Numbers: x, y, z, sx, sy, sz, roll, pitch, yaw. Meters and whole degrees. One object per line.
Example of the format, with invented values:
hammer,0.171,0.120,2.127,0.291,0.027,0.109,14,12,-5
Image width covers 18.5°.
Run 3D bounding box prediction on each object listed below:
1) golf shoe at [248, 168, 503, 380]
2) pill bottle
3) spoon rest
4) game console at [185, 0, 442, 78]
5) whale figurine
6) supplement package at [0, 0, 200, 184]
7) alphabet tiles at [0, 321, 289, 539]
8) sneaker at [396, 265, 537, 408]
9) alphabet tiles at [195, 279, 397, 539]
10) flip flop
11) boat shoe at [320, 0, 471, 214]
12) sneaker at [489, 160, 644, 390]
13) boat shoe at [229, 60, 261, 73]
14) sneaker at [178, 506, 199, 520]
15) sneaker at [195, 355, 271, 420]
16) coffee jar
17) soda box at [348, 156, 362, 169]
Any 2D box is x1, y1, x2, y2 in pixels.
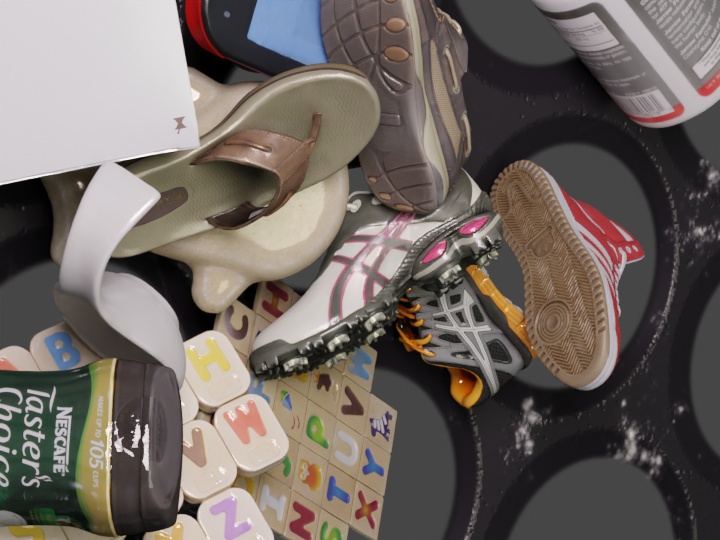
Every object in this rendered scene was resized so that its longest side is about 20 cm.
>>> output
golf shoe,0.000,0.000,1.482,0.199,0.077,0.088,-33,79,-12
pill bottle,0.190,-0.208,1.616,0.200,0.114,0.114,45,70,-33
spoon rest,-0.148,0.016,1.315,0.061,0.099,0.200,-49,161,-26
game console,-0.017,-0.200,1.412,0.199,0.031,0.178,20,90,-45
whale figurine,-0.109,-0.052,1.435,0.199,0.104,0.160,-11,94,-12
supplement package,-0.208,-0.136,1.278,0.199,0.111,0.157,-12,105,-10
alphabet tiles,-0.148,0.116,1.387,0.199,0.015,0.196,-25,73,-24
sneaker,0.054,0.025,1.574,0.077,0.078,0.200,-51,121,-7
alphabet tiles,-0.040,0.103,1.507,0.200,0.006,0.167,37,54,-43
flip flop,-0.075,-0.058,1.345,0.199,0.058,0.081,-25,127,-9
boat shoe,0.027,-0.135,1.415,0.073,0.074,0.201,-43,135,-42
sneaker,0.166,0.016,1.604,0.071,0.201,0.112,-36,137,24
boat shoe,-0.064,-0.229,1.443,0.065,0.072,0.201,-59,149,-58
sneaker,-0.068,0.234,1.514,0.115,0.080,0.200,-34,123,-33
sneaker,-0.121,0.116,1.449,0.200,0.075,0.071,-36,117,-28
coffee jar,-0.205,0.105,1.310,0.198,0.085,0.105,0,69,-1
soda box,-0.007,-0.173,1.502,0.070,0.063,0.202,-10,102,-35
